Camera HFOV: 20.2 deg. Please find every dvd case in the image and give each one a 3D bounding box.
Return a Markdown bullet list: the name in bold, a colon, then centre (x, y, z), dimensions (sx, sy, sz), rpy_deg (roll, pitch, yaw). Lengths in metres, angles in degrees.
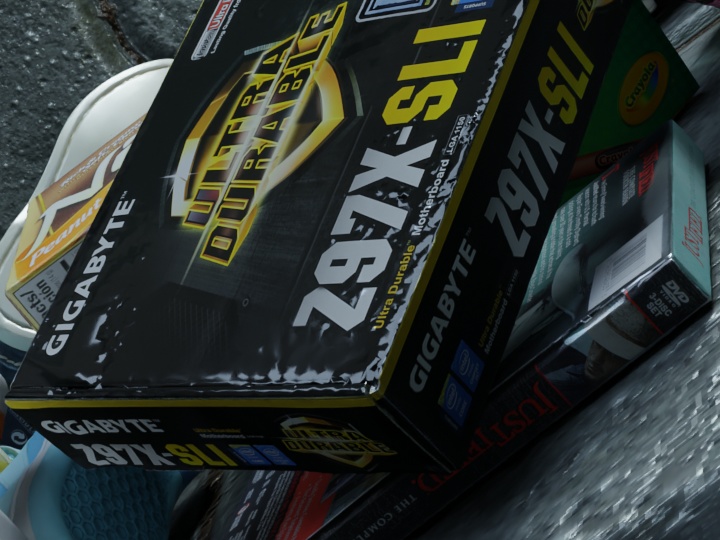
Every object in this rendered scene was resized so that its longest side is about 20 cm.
- **dvd case**: centre (0.030, 0.039, 0.650), dimensions (0.200, 0.022, 0.146), rpy_deg (-42, 9, 19)

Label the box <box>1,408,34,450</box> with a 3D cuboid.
- **box**: centre (-0.112, 0.015, 1.126), dimensions (0.200, 0.107, 0.149), rpy_deg (-40, 9, 25)

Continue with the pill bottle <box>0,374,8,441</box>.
- **pill bottle**: centre (-0.196, 0.125, 0.710), dimensions (0.114, 0.113, 0.202), rpy_deg (-27, 51, 61)

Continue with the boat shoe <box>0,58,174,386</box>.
- **boat shoe**: centre (-0.120, -0.022, 0.959), dimensions (0.062, 0.074, 0.201), rpy_deg (114, 179, -50)

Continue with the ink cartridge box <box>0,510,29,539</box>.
- **ink cartridge box**: centre (-0.163, 0.151, 0.570), dimensions (0.084, 0.145, 0.200), rpy_deg (-34, 12, 39)

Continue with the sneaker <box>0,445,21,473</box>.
- **sneaker**: centre (-0.176, 0.095, 0.944), dimensions (0.130, 0.080, 0.200), rpy_deg (2, -29, -30)

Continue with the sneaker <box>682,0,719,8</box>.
- **sneaker**: centre (0.141, -0.126, 0.773), dimensions (0.079, 0.095, 0.200), rpy_deg (-58, -21, 19)

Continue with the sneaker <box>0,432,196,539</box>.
- **sneaker**: centre (-0.136, 0.101, 0.850), dimensions (0.130, 0.080, 0.200), rpy_deg (-39, 11, 21)

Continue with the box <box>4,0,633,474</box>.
- **box**: centre (-0.009, -0.032, 0.641), dimensions (0.159, 0.049, 0.201), rpy_deg (-2, 54, 41)

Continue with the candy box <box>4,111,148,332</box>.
- **candy box**: centre (-0.044, -0.049, 0.798), dimensions (0.199, 0.055, 0.116), rpy_deg (-37, 17, 8)

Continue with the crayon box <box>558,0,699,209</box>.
- **crayon box**: centre (0.033, -0.046, 0.831), dimensions (0.119, 0.058, 0.200), rpy_deg (-46, 17, -23)

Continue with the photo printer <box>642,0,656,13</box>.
- **photo printer**: centre (0.055, -0.101, 1.042), dimensions (0.200, 0.069, 0.166), rpy_deg (-42, 9, 11)
